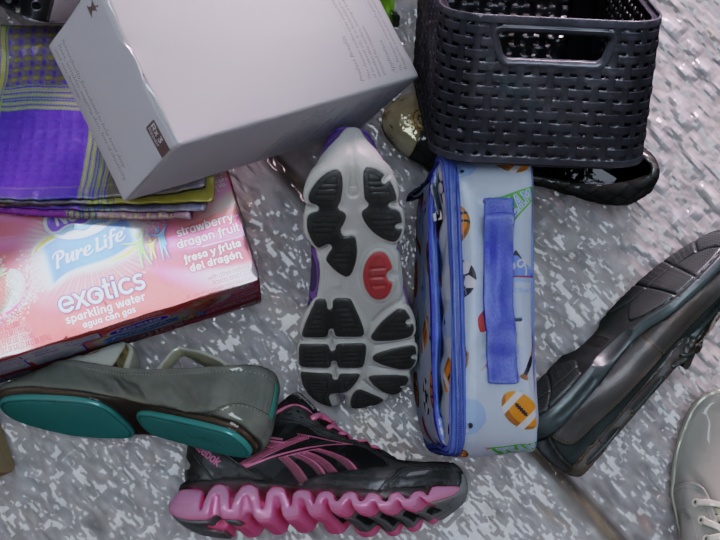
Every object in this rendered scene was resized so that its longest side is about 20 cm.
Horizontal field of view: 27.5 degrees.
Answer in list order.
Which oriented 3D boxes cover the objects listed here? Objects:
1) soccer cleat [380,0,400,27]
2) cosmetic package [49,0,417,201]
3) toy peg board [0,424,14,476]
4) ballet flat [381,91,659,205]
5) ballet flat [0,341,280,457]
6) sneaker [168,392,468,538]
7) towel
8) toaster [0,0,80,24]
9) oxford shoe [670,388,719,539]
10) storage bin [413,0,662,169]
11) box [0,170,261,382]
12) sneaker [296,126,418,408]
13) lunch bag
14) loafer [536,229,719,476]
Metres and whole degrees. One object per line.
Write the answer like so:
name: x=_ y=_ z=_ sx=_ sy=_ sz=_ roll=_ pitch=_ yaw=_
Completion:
soccer cleat: x=-0.012 y=-0.202 z=1.040 sx=0.080 sy=0.067 sz=0.202 roll=14 pitch=84 yaw=23
cosmetic package: x=-0.075 y=-0.129 z=0.905 sx=0.199 sy=0.081 sz=0.114 roll=-19 pitch=79 yaw=-38
toy peg board: x=-0.329 y=0.055 z=0.916 sx=0.097 sy=0.199 sz=0.202 roll=-23 pitch=82 yaw=9
ballet flat: x=0.113 y=-0.092 z=1.026 sx=0.198 sy=0.057 sz=0.067 roll=11 pitch=79 yaw=-1
ballet flat: x=-0.143 y=0.079 z=0.968 sx=0.198 sy=0.068 sz=0.064 roll=5 pitch=59 yaw=21
sneaker: x=-0.028 y=0.125 z=0.970 sx=0.197 sy=0.079 sz=0.096 roll=-1 pitch=65 yaw=8
towel: x=-0.185 y=-0.101 z=0.944 sx=0.197 sy=0.023 sz=0.145 roll=2 pitch=64 yaw=3
toaster: x=-0.216 y=-0.276 z=0.949 sx=0.180 sy=0.118 sz=0.202 roll=26 pitch=107 yaw=23
oxford shoe: x=0.246 y=0.180 z=0.991 sx=0.074 sy=0.058 sz=0.203 roll=8 pitch=79 yaw=0
storage bin: x=0.107 y=-0.144 z=0.954 sx=0.133 sy=0.200 sz=0.095 roll=2 pitch=113 yaw=-3
box: x=-0.172 y=-0.001 z=0.972 sx=0.198 sy=0.103 sz=0.096 roll=-17 pitch=82 yaw=-5
sneaker: x=0.000 y=0.000 z=0.970 sx=0.080 sy=0.084 sz=0.202 roll=2 pitch=118 yaw=-1
lunch bag: x=0.073 y=0.019 z=0.951 sx=0.075 sy=0.160 sz=0.203 roll=-2 pitch=85 yaw=-3
loafer: x=0.194 y=0.057 z=1.010 sx=0.200 sy=0.072 sz=0.063 roll=-42 pitch=105 yaw=-2
